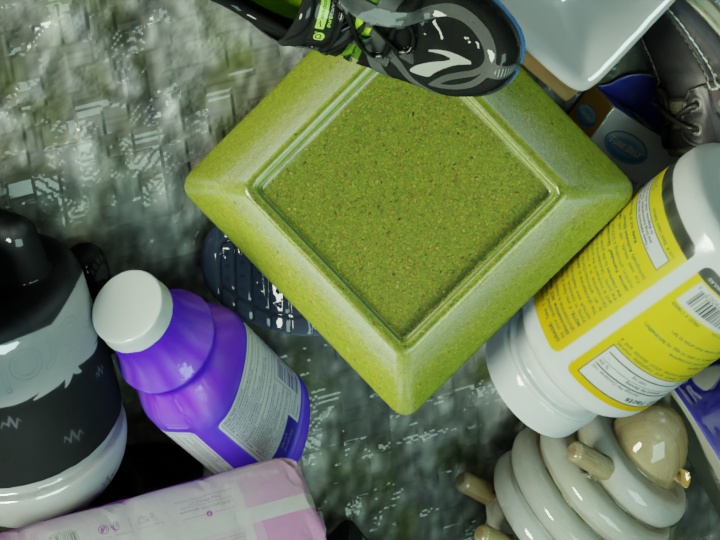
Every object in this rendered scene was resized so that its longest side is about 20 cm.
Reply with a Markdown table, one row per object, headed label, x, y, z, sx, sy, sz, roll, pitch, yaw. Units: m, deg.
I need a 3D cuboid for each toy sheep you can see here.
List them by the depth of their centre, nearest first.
| label | x | y | z | sx | sy | sz | roll | pitch | yaw |
| --- | --- | --- | --- | --- | --- | --- | --- | --- | --- |
| toy sheep | 0.143 | 0.159 | 1.578 | 0.138 | 0.138 | 0.200 | 32 | 120 | -34 |

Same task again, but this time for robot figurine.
| label | x | y | z | sx | sy | sz | roll | pitch | yaw |
| --- | --- | --- | --- | --- | --- | --- | --- | --- | --- |
| robot figurine | -0.211 | 0.057 | 1.374 | 0.149 | 0.125 | 0.201 | -16 | 125 | -4 |

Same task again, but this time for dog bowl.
| label | x | y | z | sx | sy | sz | roll | pitch | yaw |
| --- | --- | --- | --- | --- | --- | --- | --- | --- | --- |
| dog bowl | 0.279 | 0.137 | 1.571 | 0.078 | 0.200 | 0.201 | -28 | 126 | -1 |

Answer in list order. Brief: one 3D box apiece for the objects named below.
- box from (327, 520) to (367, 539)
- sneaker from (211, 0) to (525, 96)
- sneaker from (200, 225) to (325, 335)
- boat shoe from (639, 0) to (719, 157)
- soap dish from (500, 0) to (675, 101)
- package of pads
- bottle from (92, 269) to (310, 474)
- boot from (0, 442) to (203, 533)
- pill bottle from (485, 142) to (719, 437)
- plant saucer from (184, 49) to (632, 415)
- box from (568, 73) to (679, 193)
| label | x | y | z | sx | sy | sz | roll | pitch | yaw |
| --- | --- | --- | --- | --- | --- | --- | --- | --- | --- |
| box | -0.018 | 0.314 | 1.564 | 0.200 | 0.117 | 0.197 | -41 | 95 | 5 |
| sneaker | -0.004 | -0.140 | 1.304 | 0.198 | 0.083 | 0.071 | 21 | 119 | 11 |
| sneaker | 0.000 | 0.000 | 1.450 | 0.198 | 0.082 | 0.075 | 4 | 100 | 1 |
| boat shoe | 0.219 | -0.091 | 1.456 | 0.065 | 0.072 | 0.201 | -38 | 109 | -19 |
| soap dish | 0.108 | -0.215 | 1.359 | 0.157 | 0.081 | 0.200 | -47 | 126 | 10 |
| package of pads | -0.127 | 0.180 | 1.407 | 0.199 | 0.076 | 0.121 | -13 | 160 | -21 |
| bottle | -0.097 | 0.063 | 1.416 | 0.065 | 0.084 | 0.200 | 0 | 155 | 25 |
| boot | -0.188 | 0.203 | 1.505 | 0.198 | 0.069 | 0.175 | -3 | 121 | -22 |
| pill bottle | 0.173 | 0.019 | 1.435 | 0.112 | 0.113 | 0.200 | 26 | 132 | -32 |
| plant saucer | 0.028 | -0.048 | 1.380 | 0.200 | 0.048 | 0.200 | -44 | 91 | 4 |
| box | 0.152 | -0.029 | 1.517 | 0.119 | 0.042 | 0.200 | 27 | 109 | -32 |
